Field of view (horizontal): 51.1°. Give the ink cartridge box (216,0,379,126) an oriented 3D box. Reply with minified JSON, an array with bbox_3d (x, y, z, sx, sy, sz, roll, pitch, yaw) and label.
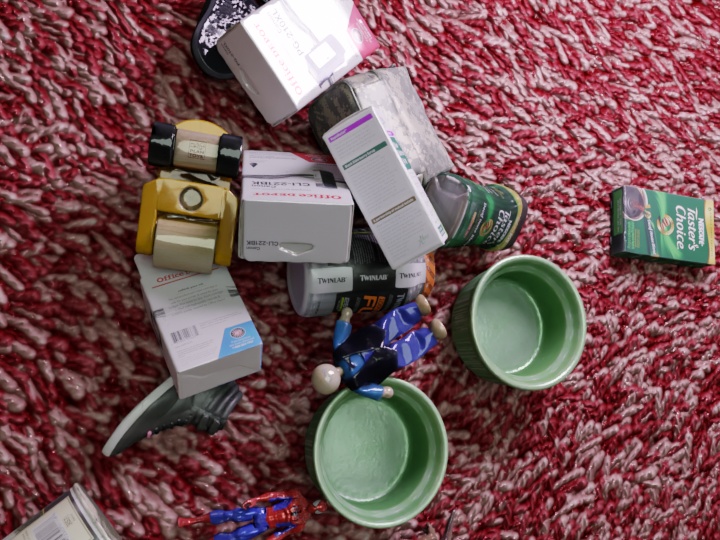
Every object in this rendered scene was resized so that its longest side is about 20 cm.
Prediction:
[{"bbox_3d":[-0.089,-0.331,1.105,0.200,0.084,0.145,-46,109,-31],"label":"ink cartridge box"}]

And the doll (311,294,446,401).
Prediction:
[{"bbox_3d":[0.016,0.107,1.029,0.199,0.048,0.137,-30,81,-23],"label":"doll"}]

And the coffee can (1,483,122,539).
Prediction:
[{"bbox_3d":[-0.378,0.374,0.884,0.199,0.146,0.147,-36,94,-21],"label":"coffee can"}]

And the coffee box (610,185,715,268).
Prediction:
[{"bbox_3d":[0.537,-0.076,1.336,0.197,0.044,0.125,8,78,-18],"label":"coffee box"}]

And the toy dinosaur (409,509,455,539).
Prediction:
[{"bbox_3d":[0.064,0.415,1.034,0.135,0.200,0.086,4,47,-56],"label":"toy dinosaur"}]

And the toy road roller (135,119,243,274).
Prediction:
[{"bbox_3d":[-0.226,-0.102,1.023,0.121,0.146,0.203,8,91,-11],"label":"toy road roller"}]

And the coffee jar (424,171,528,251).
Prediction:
[{"bbox_3d":[0.174,-0.084,1.140,0.199,0.085,0.105,1,116,-51],"label":"coffee jar"}]

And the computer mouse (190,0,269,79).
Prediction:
[{"bbox_3d":[-0.192,-0.363,1.123,0.138,0.053,0.202,32,66,-25],"label":"computer mouse"}]

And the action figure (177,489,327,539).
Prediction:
[{"bbox_3d":[-0.141,0.336,1.008,0.197,0.052,0.066,-11,80,-11],"label":"action figure"}]

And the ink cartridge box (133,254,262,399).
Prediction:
[{"bbox_3d":[-0.220,0.057,1.008,0.115,0.067,0.201,-17,55,-21],"label":"ink cartridge box"}]

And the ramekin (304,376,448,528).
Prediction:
[{"bbox_3d":[0.015,0.253,1.069,0.197,0.098,0.203,3,80,-19],"label":"ramekin"}]

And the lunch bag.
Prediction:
[{"bbox_3d":[0.041,-0.198,1.131,0.167,0.139,0.202,-29,94,-34],"label":"lunch bag"}]

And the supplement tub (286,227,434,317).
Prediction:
[{"bbox_3d":[0.000,0.000,1.092,0.197,0.122,0.124,-4,82,-19],"label":"supplement tub"}]

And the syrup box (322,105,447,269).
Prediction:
[{"bbox_3d":[0.035,-0.110,0.999,0.081,0.079,0.202,-27,93,12],"label":"syrup box"}]

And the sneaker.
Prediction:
[{"bbox_3d":[-0.240,0.197,1.001,0.200,0.071,0.099,-42,91,-25],"label":"sneaker"}]

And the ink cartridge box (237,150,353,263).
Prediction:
[{"bbox_3d":[-0.091,-0.090,1.018,0.142,0.201,0.085,2,117,-9],"label":"ink cartridge box"}]

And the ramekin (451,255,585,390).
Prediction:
[{"bbox_3d":[0.238,0.084,1.167,0.197,0.098,0.203,3,80,-19],"label":"ramekin"}]
